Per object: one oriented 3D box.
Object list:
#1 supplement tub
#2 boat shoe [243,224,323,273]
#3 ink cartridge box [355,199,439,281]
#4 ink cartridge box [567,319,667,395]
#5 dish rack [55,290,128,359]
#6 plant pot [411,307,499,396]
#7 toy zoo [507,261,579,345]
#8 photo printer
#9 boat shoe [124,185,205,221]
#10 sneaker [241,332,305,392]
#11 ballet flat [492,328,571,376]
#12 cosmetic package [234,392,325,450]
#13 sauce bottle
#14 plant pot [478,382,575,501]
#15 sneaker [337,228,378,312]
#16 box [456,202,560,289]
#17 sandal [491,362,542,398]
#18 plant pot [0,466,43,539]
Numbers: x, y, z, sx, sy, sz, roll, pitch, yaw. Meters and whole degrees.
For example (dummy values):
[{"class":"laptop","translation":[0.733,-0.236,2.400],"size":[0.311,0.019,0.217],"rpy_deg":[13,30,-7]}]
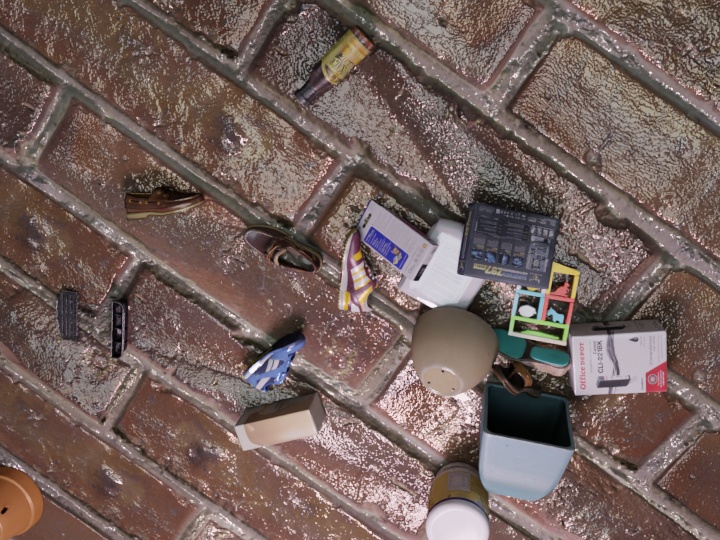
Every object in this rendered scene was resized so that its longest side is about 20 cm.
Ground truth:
[{"class":"supplement tub","translation":[0.231,0.559,1.664],"size":[0.145,0.200,0.146],"rpy_deg":[2,105,8]},{"class":"boat shoe","translation":[-0.185,-0.045,1.633],"size":[0.200,0.072,0.072],"rpy_deg":[28,108,1]},{"class":"ink cartridge box","translation":[0.076,-0.069,1.576],"size":[0.200,0.037,0.095],"rpy_deg":[39,110,29]},{"class":"ink cartridge box","translation":[0.568,0.193,1.569],"size":[0.200,0.084,0.144],"rpy_deg":[-4,104,12]},{"class":"dish rack","translation":[-0.679,0.129,1.771],"size":[0.200,0.055,0.154],"rpy_deg":[9,106,7]},{"class":"plant pot","translation":[0.197,0.201,1.567],"size":[0.200,0.135,0.200],"rpy_deg":[13,133,15]},{"class":"toy zoo","translation":[0.411,0.058,1.573],"size":[0.131,0.020,0.200],"rpy_deg":[10,97,10]},{"class":"photo printer","translation":[0.201,-0.008,1.581],"size":[0.166,0.069,0.200],"rpy_deg":[28,107,1]},{"class":"boat shoe","translation":[-0.463,-0.163,1.646],"size":[0.200,0.072,0.068],"rpy_deg":[-7,106,14]},{"class":"sneaker","translation":[-0.197,0.223,1.712],"size":[0.200,0.074,0.082],"rpy_deg":[-38,98,24]},{"class":"ballet flat","translation":[0.378,0.194,1.606],"size":[0.200,0.068,0.067],"rpy_deg":[21,151,23]},{"class":"cosmetic package","translation":[-0.196,0.371,1.734],"size":[0.200,0.105,0.071],"rpy_deg":[-16,102,12]},{"class":"sauce bottle","translation":[-0.059,-0.434,1.511],"size":[0.066,0.066,0.200],"rpy_deg":[46,108,-5]},{"class":"plant pot","translation":[0.362,0.407,1.615],"size":[0.196,0.196,0.200],"rpy_deg":[10,117,6]},{"class":"sneaker","translation":[0.000,0.000,1.621],"size":[0.090,0.075,0.200],"rpy_deg":[6,113,-1]},{"class":"box","translation":[0.318,-0.051,1.512],"size":[0.200,0.051,0.158],"rpy_deg":[9,89,-11]},{"class":"sandal","translation":[0.359,0.240,1.576],"size":[0.200,0.082,0.055],"rpy_deg":[24,112,-44]},{"class":"plant pot","translation":[-0.998,0.661,1.925],"size":[0.200,0.140,0.200],"rpy_deg":[2,106,8]}]
